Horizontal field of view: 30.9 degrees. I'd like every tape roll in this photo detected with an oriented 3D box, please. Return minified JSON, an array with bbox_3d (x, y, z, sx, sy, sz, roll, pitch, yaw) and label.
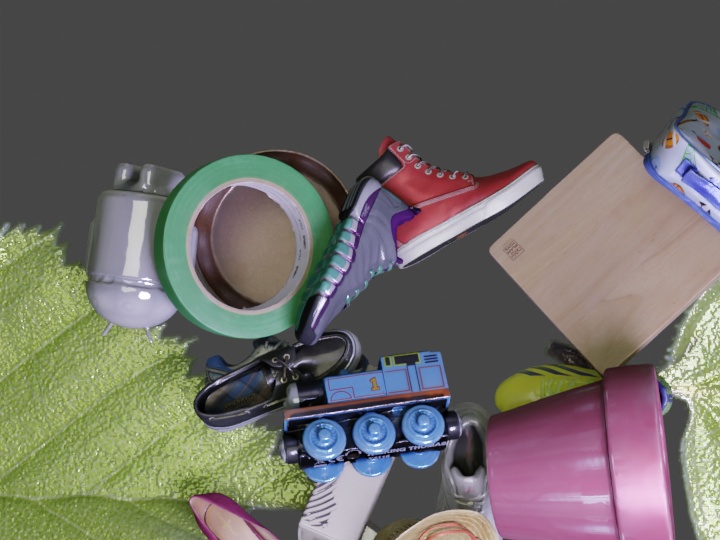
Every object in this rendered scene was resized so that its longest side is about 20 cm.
[{"bbox_3d":[-0.128,-0.026,1.449,0.198,0.048,0.203,1,88,-23],"label":"tape roll"}]

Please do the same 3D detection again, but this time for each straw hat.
[{"bbox_3d":[0.052,0.319,1.407,0.201,0.201,0.085,-48,41,0],"label":"straw hat"}]

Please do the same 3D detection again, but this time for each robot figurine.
[{"bbox_3d":[-0.254,-0.021,1.501,0.168,0.112,0.202,6,86,39],"label":"robot figurine"}]

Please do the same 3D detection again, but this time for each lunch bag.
[{"bbox_3d":[0.401,-0.096,1.424,0.199,0.160,0.076,39,123,5],"label":"lunch bag"}]

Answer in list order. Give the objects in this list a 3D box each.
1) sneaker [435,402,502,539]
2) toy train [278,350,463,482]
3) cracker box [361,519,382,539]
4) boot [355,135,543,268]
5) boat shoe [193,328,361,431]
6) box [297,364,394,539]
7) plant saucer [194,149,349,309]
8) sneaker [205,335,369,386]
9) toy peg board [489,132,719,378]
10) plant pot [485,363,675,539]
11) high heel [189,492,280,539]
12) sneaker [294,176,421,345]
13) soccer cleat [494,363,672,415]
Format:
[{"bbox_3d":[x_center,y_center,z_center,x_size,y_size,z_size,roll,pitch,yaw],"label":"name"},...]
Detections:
[{"bbox_3d":[0.118,0.251,1.456,0.077,0.099,0.202,-6,86,5],"label":"sneaker"},{"bbox_3d":[0.007,0.154,1.387,0.198,0.087,0.115,-7,58,-7],"label":"toy train"},{"bbox_3d":[0.018,0.374,1.477,0.199,0.058,0.135,34,88,6],"label":"cracker box"},{"bbox_3d":[0.100,-0.111,1.500,0.199,0.072,0.145,-27,83,6],"label":"boot"},{"bbox_3d":[-0.092,0.121,1.435,0.199,0.057,0.069,-27,69,6],"label":"boat shoe"},{"bbox_3d":[-0.001,0.214,1.446,0.068,0.082,0.201,21,64,6],"label":"box"},{"bbox_3d":[-0.098,-0.040,1.529,0.198,0.034,0.203,0,86,6],"label":"plant saucer"},{"bbox_3d":[-0.090,0.112,1.499,0.198,0.077,0.086,-11,81,4],"label":"sneaker"},{"bbox_3d":[0.287,-0.008,1.476,0.200,0.098,0.199,-42,68,1],"label":"toy peg board"},{"bbox_3d":[0.227,0.206,1.347,0.177,0.200,0.202,-8,85,14],"label":"plant pot"},{"bbox_3d":[-0.113,0.317,1.432,0.199,0.096,0.068,30,85,38],"label":"high heel"},{"bbox_3d":[0.000,0.000,1.433,0.087,0.074,0.202,27,79,-14],"label":"sneaker"},{"bbox_3d":[0.250,0.138,1.460,0.198,0.084,0.066,0,85,5],"label":"soccer cleat"}]
